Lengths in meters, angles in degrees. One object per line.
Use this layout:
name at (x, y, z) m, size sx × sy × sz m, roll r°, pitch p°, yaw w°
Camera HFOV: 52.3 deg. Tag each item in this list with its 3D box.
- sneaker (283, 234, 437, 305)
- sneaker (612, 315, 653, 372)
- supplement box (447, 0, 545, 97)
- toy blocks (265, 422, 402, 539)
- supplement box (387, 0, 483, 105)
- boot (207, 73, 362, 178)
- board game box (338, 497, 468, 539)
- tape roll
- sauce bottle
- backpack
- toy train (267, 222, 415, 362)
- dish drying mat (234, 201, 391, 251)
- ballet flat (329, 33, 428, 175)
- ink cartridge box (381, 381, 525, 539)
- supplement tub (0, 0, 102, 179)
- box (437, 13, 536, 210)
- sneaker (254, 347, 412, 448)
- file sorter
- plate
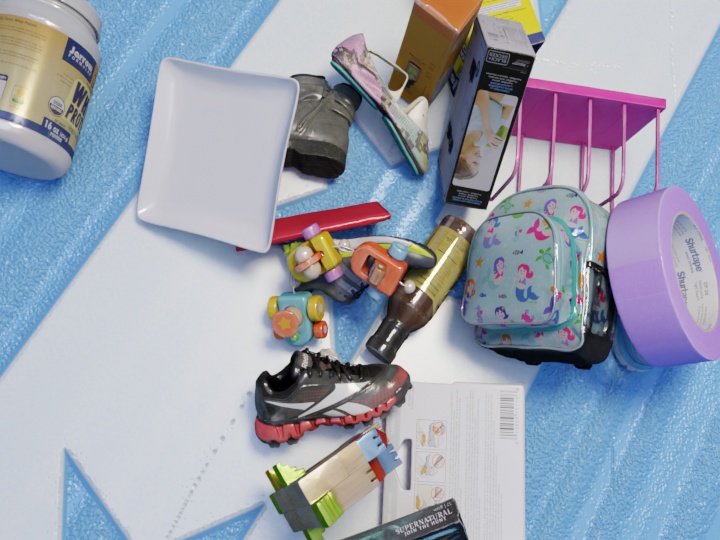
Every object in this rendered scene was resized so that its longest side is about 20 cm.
sneaker at (0.000, 0.000, 0.909) m, size 0.194 × 0.074 × 0.084 m, roll -3°, pitch 90°, yaw 18°
sneaker at (0.356, 0.025, 0.949) m, size 0.076 × 0.090 × 0.205 m, roll -16°, pitch 79°, yaw -11°
supplement box at (0.154, -0.363, 1.003) m, size 0.107 × 0.109 × 0.205 m, roll -16°, pitch 79°, yaw -11°
toy blocks at (-0.018, 0.225, 0.812) m, size 0.135 × 0.200 × 0.101 m, roll -29°, pitch 80°, yaw -24°
supplement box at (0.091, -0.284, 0.929) m, size 0.066 × 0.200 × 0.069 m, roll 36°, pitch 71°, yaw 3°
boot at (-0.100, -0.201, 0.967) m, size 0.194 × 0.068 × 0.134 m, roll 11°, pitch 64°, yaw -4°
board game box at (0.023, 0.313, 0.798) m, size 0.195 × 0.136 × 0.029 m, roll -21°, pitch 53°, yaw 1°
tape roll at (0.365, 0.008, 0.864) m, size 0.197 × 0.065 × 0.206 m, roll 17°, pitch 67°, yaw -43°
sauce bottle at (0.077, 0.025, 0.928) m, size 0.064 × 0.065 × 0.202 m, roll 36°, pitch 77°, yaw 2°
backpack at (0.217, 0.000, 0.884) m, size 0.149 × 0.175 × 0.206 m, roll 25°, pitch 72°, yaw -38°
toy train at (-0.034, 0.034, 0.859) m, size 0.149 × 0.056 × 0.202 m, roll 36°, pitch 114°, yaw 7°
dish drying mat at (-0.063, -0.057, 0.927) m, size 0.194 × 0.077 × 0.019 m, roll -11°, pitch 109°, yaw -10°
ballet flat at (0.043, -0.220, 0.953) m, size 0.071 × 0.069 × 0.201 m, roll -39°, pitch 102°, yaw 3°
ink cartridge box at (0.114, 0.240, 0.894) m, size 0.168 × 0.044 × 0.206 m, roll 1°, pitch 77°, yaw 8°
supplement tub at (-0.397, -0.229, 0.882) m, size 0.140 × 0.145 × 0.206 m, roll 12°, pitch 76°, yaw -4°
box at (0.150, -0.194, 0.905) m, size 0.058 × 0.204 × 0.118 m, roll 9°, pitch 35°, yaw -5°
sneaker at (-0.037, 0.136, 0.862) m, size 0.195 × 0.071 × 0.101 m, roll -13°, pitch 111°, yaw -3°
file sorter at (0.272, -0.149, 0.954) m, size 0.194 × 0.139 × 0.129 m, roll 7°, pitch 77°, yaw -6°
plate at (-0.172, -0.142, 0.890) m, size 0.195 × 0.032 × 0.206 m, roll 14°, pitch 97°, yaw 19°
